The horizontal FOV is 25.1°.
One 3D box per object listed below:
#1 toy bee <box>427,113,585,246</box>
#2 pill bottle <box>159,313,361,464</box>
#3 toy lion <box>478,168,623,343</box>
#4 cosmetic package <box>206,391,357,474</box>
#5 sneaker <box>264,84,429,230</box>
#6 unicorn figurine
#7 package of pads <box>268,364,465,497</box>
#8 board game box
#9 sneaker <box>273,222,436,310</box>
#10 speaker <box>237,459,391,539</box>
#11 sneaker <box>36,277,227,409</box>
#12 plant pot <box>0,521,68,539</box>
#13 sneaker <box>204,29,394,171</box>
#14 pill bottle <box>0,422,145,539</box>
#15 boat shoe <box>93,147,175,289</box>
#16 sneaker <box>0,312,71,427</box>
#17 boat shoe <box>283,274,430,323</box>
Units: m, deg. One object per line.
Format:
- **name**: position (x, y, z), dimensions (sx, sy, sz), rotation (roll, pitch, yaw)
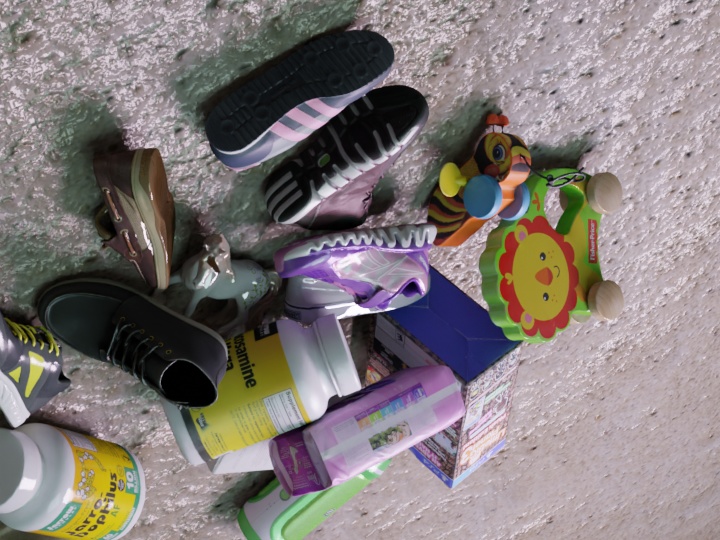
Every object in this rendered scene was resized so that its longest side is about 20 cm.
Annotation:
- **toy bee**: position (0.149, -0.108, 1.766), dimensions (0.198, 0.110, 0.131), rotation (-21, 163, 19)
- **pill bottle**: position (-0.105, 0.119, 1.705), dimensions (0.198, 0.113, 0.113), rotation (-21, 144, 0)
- **toy lion**: position (0.211, -0.018, 1.834), dimensions (0.190, 0.203, 0.068), rotation (7, 171, -38)
- **cosmetic package**: position (-0.093, 0.163, 1.860), dimensions (0.198, 0.108, 0.085), rotation (3, 131, -39)
- **sneaker**: position (0.003, -0.108, 1.667), dimensions (0.199, 0.076, 0.115), rotation (-34, 151, 17)
- **unicorn figurine**: position (-0.152, 0.016, 1.683), dimensions (0.138, 0.074, 0.199), rotation (-48, 162, 23)
- **package of pads**: position (0.006, 0.173, 1.778), dimensions (0.199, 0.076, 0.120), rotation (-25, 180, -31)
- **board game box**: position (0.093, 0.125, 1.904), dimensions (0.096, 0.159, 0.201), rotation (-33, 148, -29)
- **sneaker**: position (0.000, 0.000, 1.713), dimensions (0.198, 0.080, 0.090), rotation (-6, 92, -35)
- **speaker**: position (-0.058, 0.272, 2.032), dimensions (0.200, 0.089, 0.088), rotation (-40, 144, 8)
- **sneaker**: position (-0.224, 0.069, 1.587), dimensions (0.198, 0.106, 0.076), rotation (18, 104, -8)
- **plant pot**: position (-0.358, 0.377, 1.827), dimensions (0.199, 0.184, 0.202), rotation (-21, 143, -17)
- **sneaker**: position (-0.057, -0.163, 1.564), dimensions (0.198, 0.071, 0.082), rotation (-27, 161, -6)
- **pill bottle**: position (-0.326, 0.224, 1.722), dimensions (0.113, 0.113, 0.200), rotation (-42, 150, 11)
- **boat shoe**: position (-0.220, -0.050, 1.563), dimensions (0.071, 0.073, 0.201), rotation (2, 151, 2)
- **sneaker**: position (-0.342, 0.076, 1.604), dimensions (0.084, 0.075, 0.201), rotation (-30, 153, -15)
- **boat shoe**: position (0.002, 0.008, 1.790), dimensions (0.199, 0.073, 0.066), rotation (-15, 116, -42)
